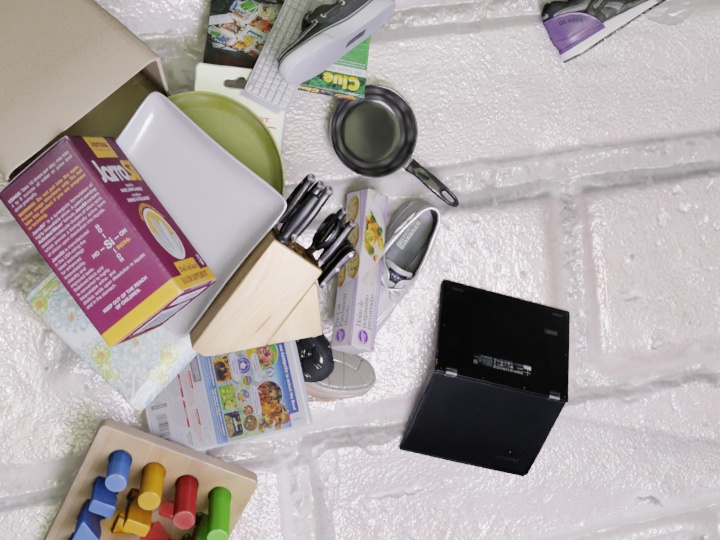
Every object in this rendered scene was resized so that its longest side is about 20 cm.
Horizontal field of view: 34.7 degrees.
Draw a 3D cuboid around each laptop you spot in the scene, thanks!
[{"bbox_3d":[0.165,0.143,1.516,0.186,0.116,0.201,14,63,-16],"label":"laptop"}]

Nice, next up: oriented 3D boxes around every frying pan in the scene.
[{"bbox_3d":[0.049,-0.162,1.445,0.189,0.031,0.116,17,89,-16],"label":"frying pan"}]

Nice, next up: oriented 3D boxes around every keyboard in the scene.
[{"bbox_3d":[-0.078,-0.277,1.367,0.056,0.011,0.201,24,63,-7],"label":"keyboard"}]

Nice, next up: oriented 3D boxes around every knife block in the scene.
[{"bbox_3d":[-0.102,-0.009,1.277,0.199,0.064,0.177,-10,112,-9],"label":"knife block"}]

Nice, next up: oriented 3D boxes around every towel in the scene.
[{"bbox_3d":[-0.268,0.037,1.346,0.200,0.048,0.171,42,81,7],"label":"towel"}]

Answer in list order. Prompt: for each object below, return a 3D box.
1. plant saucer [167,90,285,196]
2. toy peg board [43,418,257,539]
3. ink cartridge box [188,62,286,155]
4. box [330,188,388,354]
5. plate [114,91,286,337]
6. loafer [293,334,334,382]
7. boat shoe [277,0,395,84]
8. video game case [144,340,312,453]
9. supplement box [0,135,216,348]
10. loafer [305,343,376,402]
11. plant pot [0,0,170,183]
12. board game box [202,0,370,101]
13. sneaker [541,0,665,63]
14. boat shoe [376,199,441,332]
[{"bbox_3d":[-0.182,-0.103,1.318,0.199,0.031,0.201,0,95,6],"label":"plant saucer"},{"bbox_3d":[-0.249,0.307,1.345,0.198,0.098,0.201,23,111,-15],"label":"toy peg board"},{"bbox_3d":[-0.154,-0.139,1.376,0.115,0.068,0.201,5,95,-14],"label":"ink cartridge box"},{"bbox_3d":[0.000,0.000,1.406,0.039,0.041,0.201,20,69,-40],"label":"box"},{"bbox_3d":[-0.210,-0.062,1.287,0.200,0.032,0.200,40,102,4],"label":"plate"},{"bbox_3d":[-0.101,0.051,1.398,0.068,0.070,0.201,-39,77,9],"label":"loafer"},{"bbox_3d":[-0.037,-0.283,1.353,0.057,0.069,0.200,44,52,6],"label":"boat shoe"},{"bbox_3d":[-0.165,0.134,1.364,0.199,0.018,0.144,-15,82,14],"label":"video game case"},{"bbox_3d":[-0.263,-0.034,1.219,0.103,0.131,0.200,-37,89,12],"label":"supplement box"},{"bbox_3d":[-0.082,0.128,1.432,0.199,0.063,0.072,9,51,-16],"label":"loafer"},{"bbox_3d":[-0.345,-0.212,1.264,0.200,0.200,0.177,-40,89,-8],"label":"plant pot"},{"bbox_3d":[-0.087,-0.272,1.391,0.199,0.023,0.105,10,74,-14],"label":"board game box"},{"bbox_3d":[0.324,-0.355,1.478,0.199,0.076,0.088,-33,96,-9],"label":"sneaker"},{"bbox_3d":[0.036,0.000,1.440,0.073,0.065,0.201,27,88,-15],"label":"boat shoe"}]
